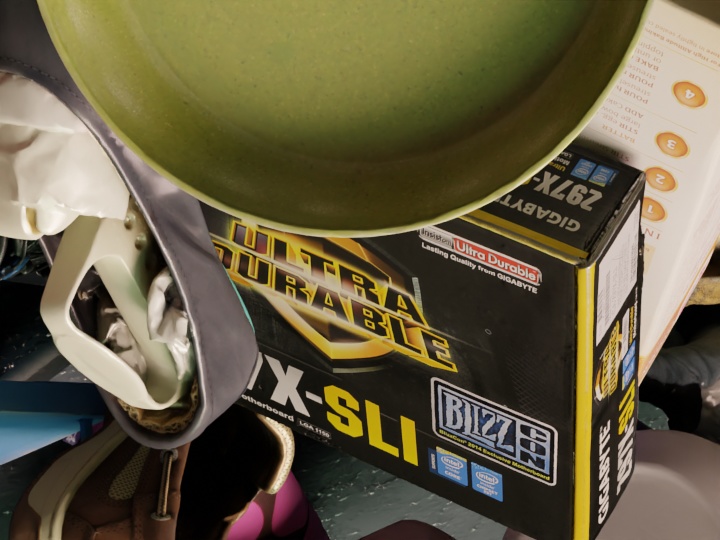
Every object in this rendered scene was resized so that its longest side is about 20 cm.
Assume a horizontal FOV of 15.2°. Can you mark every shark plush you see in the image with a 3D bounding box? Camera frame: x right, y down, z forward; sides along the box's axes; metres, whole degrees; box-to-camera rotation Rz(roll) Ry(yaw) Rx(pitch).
[{"bbox_3d":[0.137,0.049,1.144,0.200,0.083,0.091,-16,137,-56],"label":"shark plush"}]

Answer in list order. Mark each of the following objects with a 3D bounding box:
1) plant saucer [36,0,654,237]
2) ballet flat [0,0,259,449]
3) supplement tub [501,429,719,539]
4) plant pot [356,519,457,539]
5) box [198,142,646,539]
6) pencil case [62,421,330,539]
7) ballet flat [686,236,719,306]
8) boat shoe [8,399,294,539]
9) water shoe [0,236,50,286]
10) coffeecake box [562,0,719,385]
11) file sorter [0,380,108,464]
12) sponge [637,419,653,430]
[{"bbox_3d":[-0.004,-0.111,0.800,0.199,0.201,0.031,-31,179,18],"label":"plant saucer"},{"bbox_3d":[-0.087,-0.019,0.880,0.073,0.073,0.201,-21,127,2],"label":"ballet flat"},{"bbox_3d":[0.156,0.147,1.095,0.140,0.141,0.200,-36,148,25],"label":"supplement tub"},{"bbox_3d":[-0.006,0.204,1.133,0.173,0.200,0.200,-40,155,-21],"label":"plant pot"},{"bbox_3d":[0.000,0.000,0.927,0.049,0.199,0.160,-53,155,-31],"label":"box"},{"bbox_3d":[-0.066,0.123,1.198,0.094,0.090,0.200,-52,149,-14],"label":"pencil case"},{"bbox_3d":[0.132,-0.017,1.110,0.199,0.071,0.071,-1,145,-37],"label":"ballet flat"},{"bbox_3d":[-0.057,0.069,1.023,0.074,0.203,0.075,-2,120,22],"label":"boat shoe"},{"bbox_3d":[-0.138,-0.021,0.940,0.071,0.079,0.200,-29,147,16],"label":"water shoe"},{"bbox_3d":[0.056,-0.068,0.901,0.073,0.153,0.200,-55,167,-33],"label":"coffeecake box"},{"bbox_3d":[-0.211,0.112,1.025,0.199,0.124,0.139,5,162,-34],"label":"file sorter"},{"bbox_3d":[0.079,0.051,1.144,0.030,0.111,0.200,-55,143,1],"label":"sponge"}]
